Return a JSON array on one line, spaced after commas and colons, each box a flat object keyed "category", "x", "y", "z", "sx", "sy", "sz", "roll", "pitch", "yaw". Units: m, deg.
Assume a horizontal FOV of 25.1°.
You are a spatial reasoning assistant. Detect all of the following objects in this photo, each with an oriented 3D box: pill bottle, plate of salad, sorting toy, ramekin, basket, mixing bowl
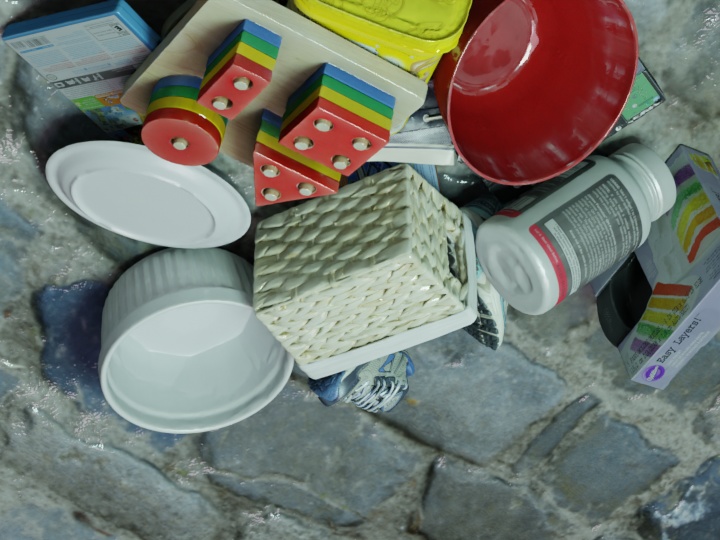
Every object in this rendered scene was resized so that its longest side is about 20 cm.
[{"category": "pill bottle", "x": 0.224, "y": -0.049, "z": 1.645, "sx": 0.200, "sy": 0.111, "sz": 0.111, "roll": -33, "pitch": 141, "yaw": -23}, {"category": "plate of salad", "x": -0.200, "y": -0.078, "z": 1.537, "sx": 0.200, "sy": 0.048, "sz": 0.200, "roll": 11, "pitch": 154, "yaw": 5}, {"category": "sorting toy", "x": -0.082, "y": -0.130, "z": 1.366, "sx": 0.200, "sy": 0.070, "sz": 0.199, "roll": 25, "pitch": 147, "yaw": -22}, {"category": "ramekin", "x": -0.176, "y": 0.066, "z": 1.675, "sx": 0.200, "sy": 0.105, "sz": 0.200, "roll": -9, "pitch": 135, "yaw": -9}, {"category": "basket", "x": 0.000, "y": 0.000, "z": 1.596, "sx": 0.200, "sy": 0.136, "sz": 0.123, "roll": -22, "pitch": 138, "yaw": 25}, {"category": "mixing bowl", "x": 0.140, "y": -0.190, "z": 1.467, "sx": 0.200, "sy": 0.108, "sz": 0.200, "roll": -16, "pitch": 126, "yaw": -23}]

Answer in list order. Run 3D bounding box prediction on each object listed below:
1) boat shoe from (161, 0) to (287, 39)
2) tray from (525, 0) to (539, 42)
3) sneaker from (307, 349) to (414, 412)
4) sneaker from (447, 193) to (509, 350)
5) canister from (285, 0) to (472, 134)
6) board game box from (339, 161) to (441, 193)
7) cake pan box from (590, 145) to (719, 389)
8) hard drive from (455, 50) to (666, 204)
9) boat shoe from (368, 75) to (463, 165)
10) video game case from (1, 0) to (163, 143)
[{"category": "boat shoe", "x": -0.096, "y": -0.242, "z": 1.425, "sx": 0.202, "sy": 0.060, "sz": 0.072, "roll": -41, "pitch": 132, "yaw": 22}, {"category": "tray", "x": 0.068, "y": -0.241, "z": 1.505, "sx": 0.200, "sy": 0.022, "sz": 0.107, "roll": -4, "pitch": 134, "yaw": -14}, {"category": "sneaker", "x": 0.014, "y": 0.112, "z": 1.713, "sx": 0.077, "sy": 0.200, "sz": 0.085, "roll": -34, "pitch": 90, "yaw": 25}, {"category": "sneaker", "x": 0.142, "y": 0.003, "z": 1.728, "sx": 0.086, "sy": 0.078, "sz": 0.200, "roll": -38, "pitch": 141, "yaw": -24}, {"category": "canister", "x": 0.000, "y": -0.201, "z": 1.389, "sx": 0.148, "sy": 0.087, "sz": 0.200, "roll": 19, "pitch": 158, "yaw": -5}, {"category": "board game box", "x": 0.035, "y": -0.063, "z": 1.674, "sx": 0.103, "sy": 0.019, "sz": 0.200, "roll": -17, "pitch": 136, "yaw": -3}, {"category": "cake pan box", "x": 0.328, "y": -0.001, "z": 1.709, "sx": 0.052, "sy": 0.184, "sz": 0.200, "roll": 18, "pitch": 127, "yaw": -26}, {"category": "hard drive", "x": 0.187, "y": -0.164, "z": 1.608, "sx": 0.200, "sy": 0.038, "sz": 0.140, "roll": -33, "pitch": 134, "yaw": 17}, {"category": "boat shoe", "x": 0.006, "y": -0.153, "z": 1.552, "sx": 0.200, "sy": 0.075, "sz": 0.093, "roll": 2, "pitch": 101, "yaw": 0}, {"category": "video game case", "x": -0.205, "y": -0.165, "z": 1.449, "sx": 0.143, "sy": 0.018, "sz": 0.200, "roll": -6, "pitch": 146, "yaw": 35}]
